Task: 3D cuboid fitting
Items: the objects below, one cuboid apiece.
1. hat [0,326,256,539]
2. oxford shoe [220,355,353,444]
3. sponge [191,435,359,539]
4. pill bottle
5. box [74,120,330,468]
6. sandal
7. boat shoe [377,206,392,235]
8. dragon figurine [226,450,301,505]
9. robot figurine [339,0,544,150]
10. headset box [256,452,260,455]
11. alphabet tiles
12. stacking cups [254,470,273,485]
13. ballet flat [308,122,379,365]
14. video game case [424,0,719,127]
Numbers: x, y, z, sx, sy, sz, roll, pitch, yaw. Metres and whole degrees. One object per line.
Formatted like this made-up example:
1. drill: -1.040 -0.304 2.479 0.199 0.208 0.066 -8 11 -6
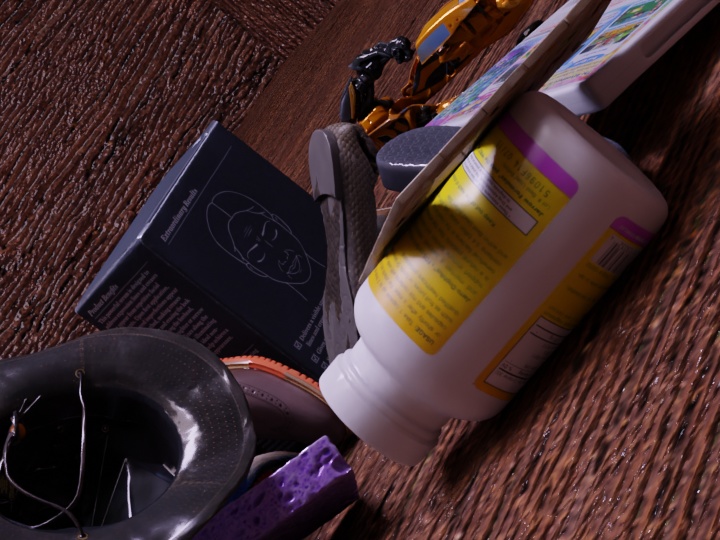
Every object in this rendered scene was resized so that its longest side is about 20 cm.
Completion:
1. hat: -0.156 0.127 1.092 0.081 0.199 0.201 84 -153 -44
2. oxford shoe: -0.100 0.102 1.304 0.071 0.199 0.073 73 -147 -47
3. sponge: -0.090 0.173 1.109 0.199 0.030 0.112 -35 -13 -6
4. pill bottle: 0.066 0.009 1.019 0.200 0.104 0.104 -50 10 12
5. box: -0.081 0.019 1.386 0.107 0.200 0.149 -42 13 42
6. sandal: 0.093 -0.053 1.142 0.076 0.043 0.200 -32 29 -29
7. boat shoe: -0.016 -0.001 1.530 0.200 0.076 0.074 -40 12 48
8. dragon figurine: -0.097 0.153 1.218 0.059 0.200 0.100 -20 69 33
9. robot figurine: 0.078 -0.138 1.411 0.200 0.145 0.058 -42 24 24
10. headset box: -0.131 0.091 1.480 0.077 0.149 0.200 -2 36 25
11. alphabet tiles: 0.075 -0.083 1.037 0.200 0.008 0.167 -47 -5 -15
12. stacking cups: -0.154 0.179 1.384 0.199 0.061 0.061 -12 30 28
13. ballet flat: 0.000 0.000 1.273 0.046 0.201 0.067 -8 6 -24
14. video game case: 0.146 -0.143 1.221 0.182 0.024 0.200 -42 15 -28
